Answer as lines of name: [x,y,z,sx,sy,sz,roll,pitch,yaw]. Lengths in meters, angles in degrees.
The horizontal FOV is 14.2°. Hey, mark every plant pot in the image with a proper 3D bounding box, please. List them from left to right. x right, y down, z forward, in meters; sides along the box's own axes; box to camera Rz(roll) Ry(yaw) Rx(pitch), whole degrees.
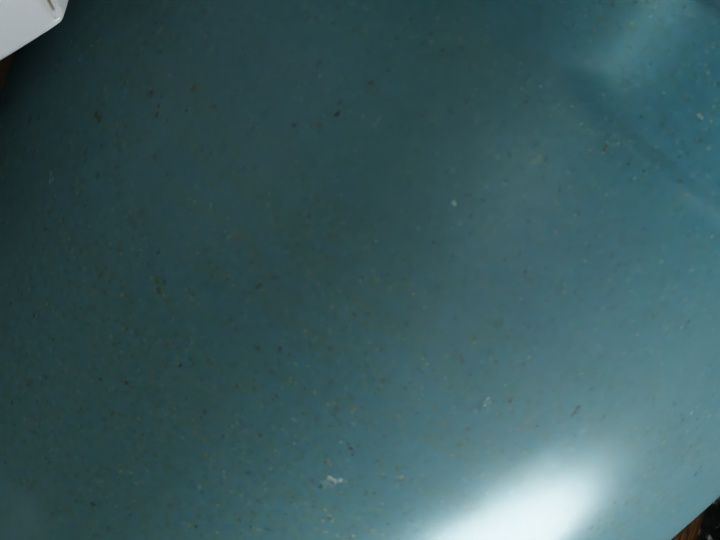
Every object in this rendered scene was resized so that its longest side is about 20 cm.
plant pot: [0.000,0.000,0.625,0.200,0.200,0.188,37,95,-14]

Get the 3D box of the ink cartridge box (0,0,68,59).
ink cartridge box: [-0.115,-0.109,0.628,0.083,0.145,0.200,46,36,-25]

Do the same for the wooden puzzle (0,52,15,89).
wooden puzzle: [-0.085,0.034,0.758,0.184,0.037,0.201,24,74,-17]

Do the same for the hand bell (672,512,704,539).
hand bell: [0.101,0.019,0.809,0.104,0.104,0.201,23,90,-17]
